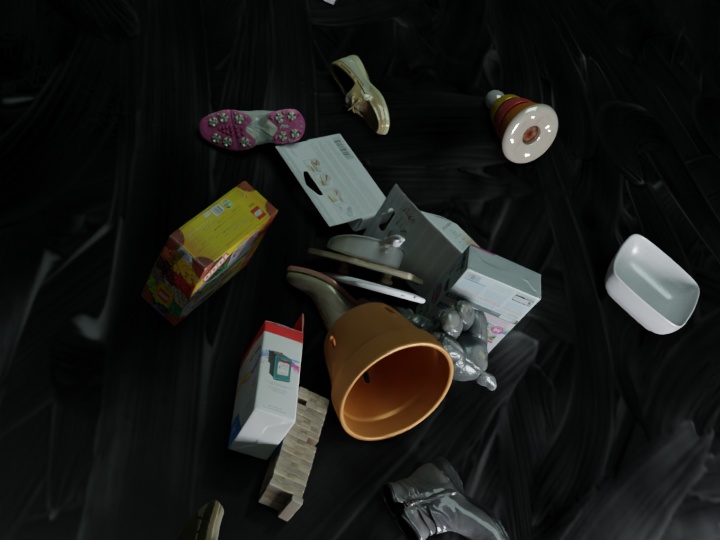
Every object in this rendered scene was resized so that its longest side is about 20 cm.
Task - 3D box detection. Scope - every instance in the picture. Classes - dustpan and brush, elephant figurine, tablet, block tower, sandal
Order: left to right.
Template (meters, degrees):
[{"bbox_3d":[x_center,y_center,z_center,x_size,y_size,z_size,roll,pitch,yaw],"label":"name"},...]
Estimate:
[{"bbox_3d":[-0.211,0.389,1.305,0.054,0.080,0.201,46,34,-21],"label":"sandal"},{"bbox_3d":[-0.098,0.264,1.494,0.057,0.054,0.202,25,43,-11],"label":"block tower"},{"bbox_3d":[0.016,0.027,1.702,0.128,0.200,0.014,15,89,-22],"label":"tablet"},{"bbox_3d":[0.033,-0.039,1.749,0.138,0.058,0.200,17,1,-18],"label":"dustpan and brush"},{"bbox_3d":[0.116,0.123,1.721,0.140,0.198,0.158,16,70,-42],"label":"elephant figurine"}]

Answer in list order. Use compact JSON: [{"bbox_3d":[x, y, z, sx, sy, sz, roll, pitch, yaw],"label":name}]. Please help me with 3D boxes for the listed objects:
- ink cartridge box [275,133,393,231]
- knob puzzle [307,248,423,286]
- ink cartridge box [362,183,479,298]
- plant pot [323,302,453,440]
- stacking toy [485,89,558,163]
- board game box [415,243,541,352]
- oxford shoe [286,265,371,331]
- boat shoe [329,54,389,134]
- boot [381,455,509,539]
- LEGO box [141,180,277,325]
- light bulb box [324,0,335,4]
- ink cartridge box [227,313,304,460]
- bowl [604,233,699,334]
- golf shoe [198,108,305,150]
[{"bbox_3d":[-0.054,-0.161,1.902,0.172,0.044,0.201,-17,65,-41],"label":"ink cartridge box"},{"bbox_3d":[0.000,0.000,1.736,0.216,0.219,0.031,16,89,-21],"label":"knob puzzle"},{"bbox_3d":[0.111,-0.046,1.822,0.050,0.163,0.200,-32,75,-39],"label":"ink cartridge box"},{"bbox_3d":[0.030,0.147,1.594,0.197,0.202,0.141,1,36,-32],"label":"plant pot"},{"bbox_3d":[0.341,-0.352,2.290,0.144,0.148,0.201,0,37,-33],"label":"stacking toy"},{"bbox_3d":[0.201,0.058,1.761,0.146,0.201,0.065,23,46,-15],"label":"board game box"},{"bbox_3d":[-0.050,0.059,1.694,0.198,0.071,0.074,29,79,15],"label":"oxford shoe"},{"bbox_3d":[-0.004,-0.360,2.097,0.065,0.074,0.202,-15,60,-26],"label":"boat shoe"},{"bbox_3d":[0.127,0.388,1.534,0.131,0.070,0.200,-22,57,-40],"label":"boot"},{"bbox_3d":[-0.236,-0.029,1.587,0.077,0.149,0.200,40,43,5],"label":"LEGO box"},{"bbox_3d":[-0.073,-0.757,2.296,0.123,0.199,0.202,18,46,-16],"label":"light bulb box"},{"bbox_3d":[-0.139,0.162,1.509,0.066,0.117,0.202,19,44,-17],"label":"ink cartridge box"},{"bbox_3d":[0.609,0.037,2.144,0.199,0.075,0.200,42,43,5],"label":"bowl"},{"bbox_3d":[-0.205,-0.263,1.883,0.196,0.077,0.091,-2,9,-16],"label":"golf shoe"}]
